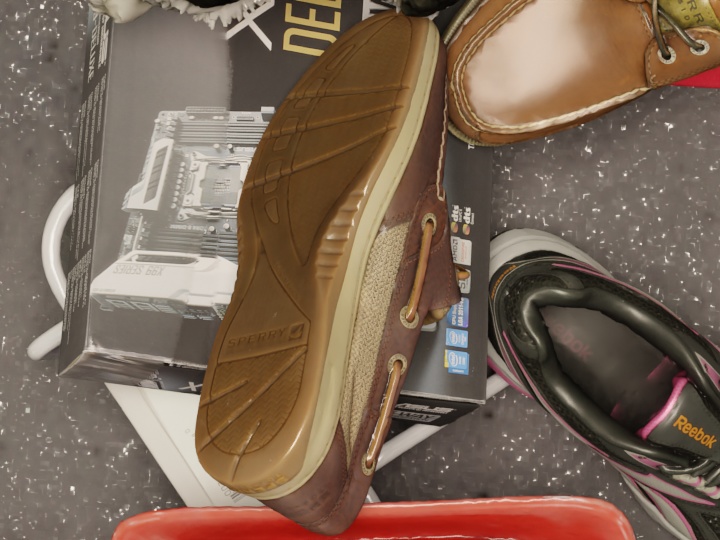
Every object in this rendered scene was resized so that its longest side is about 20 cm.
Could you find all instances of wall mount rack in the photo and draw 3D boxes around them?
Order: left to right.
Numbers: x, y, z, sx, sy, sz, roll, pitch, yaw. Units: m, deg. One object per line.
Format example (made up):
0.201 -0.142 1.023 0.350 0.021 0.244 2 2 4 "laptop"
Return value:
-0.030 0.033 0.983 0.174 0.075 0.200 -34 86 6 "wall mount rack"

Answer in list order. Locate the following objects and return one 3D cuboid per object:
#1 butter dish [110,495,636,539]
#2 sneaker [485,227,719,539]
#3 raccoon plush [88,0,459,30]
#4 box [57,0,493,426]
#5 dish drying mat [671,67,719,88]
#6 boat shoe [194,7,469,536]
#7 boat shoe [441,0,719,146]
0.008 0.194 0.900 0.199 0.148 0.200 -2 129 6 "butter dish"
0.125 0.062 0.948 0.200 0.086 0.080 31 93 -7 "sneaker"
-0.035 -0.142 0.903 0.134 0.200 0.097 -6 105 -2 "raccoon plush"
-0.029 -0.049 0.943 0.157 0.050 0.201 9 73 -18 "box"
0.164 -0.108 0.980 0.199 0.018 0.077 3 118 4 "dish drying mat"
0.000 0.000 0.885 0.072 0.072 0.200 -11 54 38 "boat shoe"
0.117 -0.108 0.914 0.200 0.068 0.072 -30 104 -1 "boat shoe"
